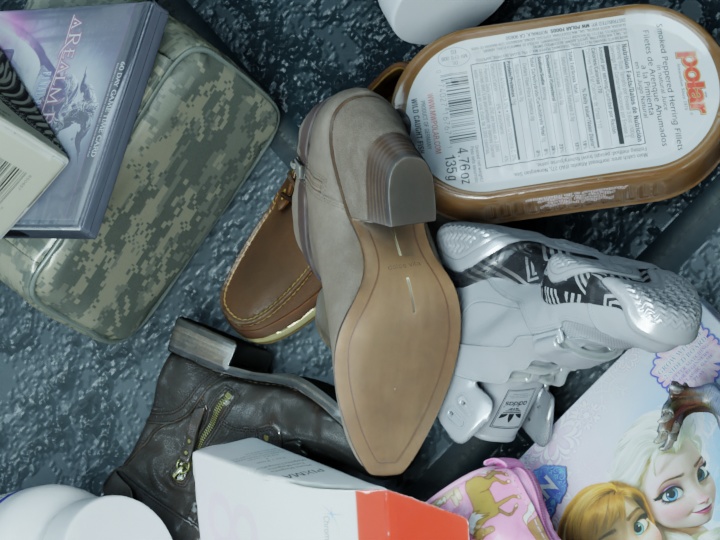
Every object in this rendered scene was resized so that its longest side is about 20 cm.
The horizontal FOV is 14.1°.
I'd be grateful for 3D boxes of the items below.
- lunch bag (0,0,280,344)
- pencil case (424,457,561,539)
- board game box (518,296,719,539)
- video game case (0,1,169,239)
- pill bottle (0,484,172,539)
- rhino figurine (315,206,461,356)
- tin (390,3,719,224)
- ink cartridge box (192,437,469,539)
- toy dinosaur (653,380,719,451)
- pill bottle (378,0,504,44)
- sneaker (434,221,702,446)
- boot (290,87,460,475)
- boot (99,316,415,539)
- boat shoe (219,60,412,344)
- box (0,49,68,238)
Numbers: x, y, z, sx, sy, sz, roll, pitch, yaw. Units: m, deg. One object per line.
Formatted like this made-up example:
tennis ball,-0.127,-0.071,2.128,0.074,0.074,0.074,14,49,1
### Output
lunch bag,-0.172,-0.082,1.781,0.167,0.139,0.200,34,90,30
pencil case,0.098,0.195,1.542,0.086,0.083,0.200,-26,61,-11
board game box,0.176,0.148,1.586,0.200,0.041,0.200,-46,60,7
video game case,-0.205,-0.087,1.711,0.199,0.019,0.144,1,67,43
pill bottle,-0.196,0.184,1.689,0.200,0.112,0.113,-16,65,47
rhino figurine,0.050,-0.018,1.694,0.087,0.060,0.200,41,93,28
tin,0.114,-0.089,1.658,0.199,0.042,0.113,-9,75,3
ink cartridge box,-0.016,0.190,1.588,0.200,0.057,0.163,19,116,56
toy dinosaur,0.242,0.101,1.498,0.181,0.105,0.201,20,72,12
pill bottle,0.014,-0.237,1.750,0.112,0.112,0.201,-35,61,13
sneaker,0.105,0.044,1.572,0.200,0.075,0.116,19,102,53
boot,0.000,0.000,1.626,0.146,0.070,0.201,-152,67,-67
boot,-0.074,0.136,1.714,0.199,0.069,0.175,25,92,35
boat shoe,-0.019,-0.046,1.732,0.200,0.068,0.072,-49,57,6
box,-0.248,-0.109,1.691,0.068,0.082,0.200,-47,45,12
